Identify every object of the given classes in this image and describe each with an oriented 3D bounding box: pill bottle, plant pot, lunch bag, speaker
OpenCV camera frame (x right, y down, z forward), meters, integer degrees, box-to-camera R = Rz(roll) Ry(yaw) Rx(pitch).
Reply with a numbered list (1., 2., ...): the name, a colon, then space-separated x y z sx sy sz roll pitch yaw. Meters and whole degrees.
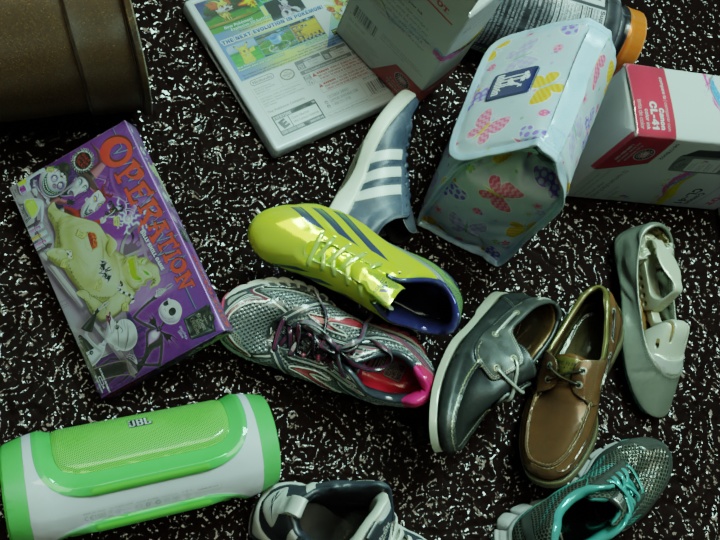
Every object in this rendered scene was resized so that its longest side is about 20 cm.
1. pill bottle: 0.209 -0.274 0.925 0.199 0.106 0.107 12 67 -14
2. plant pot: -0.294 -0.207 0.696 0.198 0.200 0.201 -15 75 -15
3. lunch bag: 0.149 -0.128 0.797 0.127 0.200 0.170 28 65 -6
4. speaker: -0.167 0.151 0.652 0.199 0.088 0.089 -8 73 -21

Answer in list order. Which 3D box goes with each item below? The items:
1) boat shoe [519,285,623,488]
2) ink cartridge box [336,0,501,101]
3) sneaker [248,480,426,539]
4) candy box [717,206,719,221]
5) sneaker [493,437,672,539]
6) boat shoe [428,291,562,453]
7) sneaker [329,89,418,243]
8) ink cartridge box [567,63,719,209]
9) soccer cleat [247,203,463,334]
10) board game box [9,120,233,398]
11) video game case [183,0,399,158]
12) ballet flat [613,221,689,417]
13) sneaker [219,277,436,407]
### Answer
1. boat shoe: 0.191 0.100 0.785 0.072 0.068 0.200 8 52 26
2. ink cartridge box: 0.061 -0.257 0.793 0.067 0.200 0.117 -41 86 -26
3. sneaker: 0.015 0.221 0.660 0.199 0.130 0.080 33 64 -4
4. candy box: 0.496 -0.057 0.955 0.167 0.072 0.201 7 67 -16
5. sneaker: 0.217 0.209 0.751 0.200 0.091 0.078 -27 81 -25
6. boat shoe: 0.118 0.084 0.745 0.200 0.067 0.072 -47 133 -44
7. sneaker: 0.025 -0.077 0.811 0.084 0.075 0.200 28 74 -5
8. ink cartridge box: 0.327 -0.135 0.887 0.199 0.148 0.086 4 69 -15
9. soccer cleat: 0.001 -0.001 0.719 0.200 0.084 0.065 23 109 -16
10. board game box: -0.201 -0.010 0.705 0.120 0.032 0.200 -28 79 1
11. video game case: -0.051 -0.229 0.871 0.200 0.022 0.183 -28 81 -24
12. ballet flat: 0.297 0.045 0.853 0.067 0.064 0.201 10 66 -28
13. sneaker: -0.026 0.062 0.723 0.199 0.075 0.081 16 98 -10
